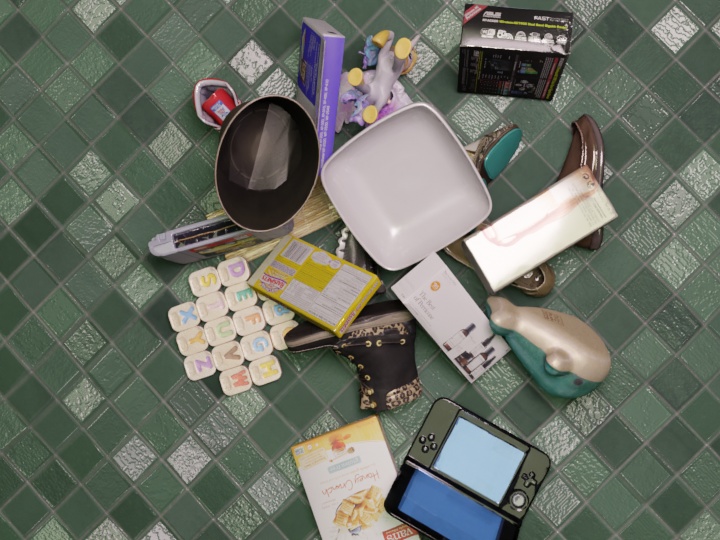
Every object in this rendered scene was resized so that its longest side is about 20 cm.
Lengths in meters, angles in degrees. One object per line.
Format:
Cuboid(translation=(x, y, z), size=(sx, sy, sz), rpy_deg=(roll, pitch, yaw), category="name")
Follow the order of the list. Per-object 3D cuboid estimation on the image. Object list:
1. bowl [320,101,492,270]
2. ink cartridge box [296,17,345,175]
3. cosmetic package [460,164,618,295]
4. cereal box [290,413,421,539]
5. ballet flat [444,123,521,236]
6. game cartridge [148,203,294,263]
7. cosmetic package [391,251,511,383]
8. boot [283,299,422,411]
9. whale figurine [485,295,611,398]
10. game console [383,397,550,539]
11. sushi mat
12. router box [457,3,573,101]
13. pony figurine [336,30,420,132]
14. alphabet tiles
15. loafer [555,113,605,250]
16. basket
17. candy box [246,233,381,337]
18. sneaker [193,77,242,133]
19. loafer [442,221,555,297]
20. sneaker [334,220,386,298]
Cuboid(translation=(0.064, -0.124, 1.290), size=(0.198, 0.075, 0.201), rpy_deg=(-30, 108, 18), category="bowl")
Cuboid(translation=(-0.059, -0.245, 1.312), size=(0.043, 0.200, 0.201), rpy_deg=(2, 113, -12), category="ink cartridge box")
Cuboid(translation=(0.246, -0.054, 1.285), size=(0.199, 0.103, 0.088), rpy_deg=(-32, 85, 0), category="cosmetic package")
Cuboid(translation=(-0.006, 0.336, 1.388), size=(0.142, 0.040, 0.202), rpy_deg=(-21, 85, 4), category="cereal box")
Cuboid(translation=(0.169, -0.144, 1.373), size=(0.075, 0.068, 0.201), rpy_deg=(18, 69, 29), category="ballet flat")
Cuboid(translation=(-0.201, -0.053, 1.366), size=(0.198, 0.133, 0.041), rpy_deg=(-15, 87, 6), category="game cartridge")
Cuboid(translation=(0.134, 0.071, 1.326), size=(0.082, 0.051, 0.200), rpy_deg=(-41, 124, 1), category="cosmetic package")
Cuboid(translation=(-0.004, 0.134, 1.356), size=(0.197, 0.073, 0.152), rpy_deg=(-14, 109, -9), category="boot")
Cuboid(translation=(0.259, 0.113, 1.322), size=(0.198, 0.160, 0.104), rpy_deg=(25, 114, -11), category="whale figurine")
Cuboid(translation=(0.160, 0.309, 1.336), size=(0.198, 0.116, 0.177), rpy_deg=(29, 90, 6), category="game console")
Cuboid(translation=(-0.135, -0.084, 1.434), size=(0.198, 0.012, 0.097), rpy_deg=(-25, 86, 4), category="sushi mat")
Cuboid(translation=(0.217, -0.309, 1.316), size=(0.148, 0.200, 0.063), rpy_deg=(7, 83, 5), category="router box")
Cuboid(translation=(0.030, -0.264, 1.354), size=(0.165, 0.200, 0.195), rpy_deg=(29, 104, 5), category="pony figurine")
Cuboid(translation=(-0.195, 0.086, 1.426), size=(0.193, 0.015, 0.202), rpy_deg=(-18, 89, 4), category="alphabet tiles")
Cuboid(translation=(0.322, -0.131, 1.362), size=(0.070, 0.073, 0.203), rpy_deg=(-1, 87, 4), category="loafer")
Cuboid(translation=(-0.137, -0.168, 1.278), size=(0.134, 0.200, 0.182), rpy_deg=(12, 106, -15), category="basket")
Cuboid(translation=(-0.071, 0.018, 1.344), size=(0.199, 0.026, 0.103), rpy_deg=(26, 72, 40), category="candy box")
Cuboid(translation=(-0.176, -0.213, 1.391), size=(0.200, 0.112, 0.071), rpy_deg=(42, 91, 10), category="sneaker")
Cuboid(translation=(0.203, -0.026, 1.372), size=(0.198, 0.067, 0.077), rpy_deg=(25, 90, 6), category="loafer")
Cuboid(translation=(0.000, 0.000, 1.394), size=(0.089, 0.066, 0.203), rpy_deg=(13, 92, 3), category="sneaker")
